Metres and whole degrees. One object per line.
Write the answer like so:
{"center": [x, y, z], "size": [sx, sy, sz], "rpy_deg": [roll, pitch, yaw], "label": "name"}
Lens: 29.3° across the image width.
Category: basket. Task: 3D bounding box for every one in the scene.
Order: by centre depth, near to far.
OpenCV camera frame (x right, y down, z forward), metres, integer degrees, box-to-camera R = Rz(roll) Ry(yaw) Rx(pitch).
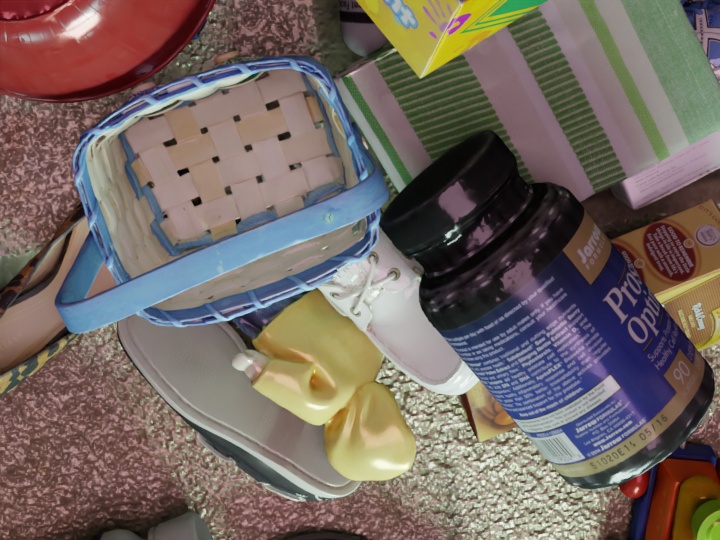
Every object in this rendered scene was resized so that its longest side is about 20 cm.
{"center": [-0.077, -0.039, 0.761], "size": [0.176, 0.200, 0.139], "rpy_deg": [-21, 115, 2], "label": "basket"}

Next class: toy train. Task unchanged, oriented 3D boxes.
{"center": [0.237, 0.158, 0.968], "size": [0.084, 0.116, 0.201], "rpy_deg": [6, 103, -9], "label": "toy train"}

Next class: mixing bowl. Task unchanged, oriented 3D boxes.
{"center": [-0.168, -0.179, 0.701], "size": [0.200, 0.108, 0.201], "rpy_deg": [0, 104, -1], "label": "mixing bowl"}

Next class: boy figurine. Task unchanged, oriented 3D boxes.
{"center": [-0.032, 0.051, 0.911], "size": [0.064, 0.124, 0.200], "rpy_deg": [-34, 96, 39], "label": "boy figurine"}

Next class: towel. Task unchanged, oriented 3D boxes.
{"center": [0.102, -0.105, 0.823], "size": [0.200, 0.023, 0.153], "rpy_deg": [-28, 113, 10], "label": "towel"}

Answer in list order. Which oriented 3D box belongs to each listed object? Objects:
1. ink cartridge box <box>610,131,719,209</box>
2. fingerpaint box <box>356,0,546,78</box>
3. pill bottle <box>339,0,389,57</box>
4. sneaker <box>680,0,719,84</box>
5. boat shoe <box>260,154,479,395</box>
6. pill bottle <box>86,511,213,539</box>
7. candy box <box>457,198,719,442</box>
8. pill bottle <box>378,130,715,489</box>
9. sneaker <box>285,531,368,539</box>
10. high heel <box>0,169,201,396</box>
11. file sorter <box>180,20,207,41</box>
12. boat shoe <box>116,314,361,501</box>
{"center": [0.185, -0.154, 0.921], "size": [0.109, 0.050, 0.200], "rpy_deg": [-27, 104, 1], "label": "ink cartridge box"}
{"center": [0.039, -0.226, 0.723], "size": [0.167, 0.073, 0.200], "rpy_deg": [-34, 79, -25], "label": "fingerpaint box"}
{"center": [0.041, -0.192, 0.860], "size": [0.111, 0.111, 0.201], "rpy_deg": [-4, 104, -6], "label": "pill bottle"}
{"center": [0.185, -0.138, 0.858], "size": [0.200, 0.076, 0.077], "rpy_deg": [-27, 110, 0], "label": "sneaker"}
{"center": [0.000, 0.000, 0.872], "size": [0.071, 0.069, 0.200], "rpy_deg": [-49, 66, 19], "label": "boat shoe"}
{"center": [-0.188, 0.244, 0.935], "size": [0.200, 0.113, 0.113], "rpy_deg": [-23, 105, -2], "label": "pill bottle"}
{"center": [0.156, 0.036, 0.928], "size": [0.200, 0.057, 0.117], "rpy_deg": [-24, 150, -2], "label": "candy box"}
{"center": [0.105, 0.021, 0.803], "size": [0.112, 0.112, 0.200], "rpy_deg": [-40, 102, 3], "label": "pill bottle"}
{"center": [0.020, 0.245, 0.978], "size": [0.200, 0.082, 0.073], "rpy_deg": [19, 102, -10], "label": "sneaker"}
{"center": [-0.174, 0.009, 0.864], "size": [0.200, 0.143, 0.071], "rpy_deg": [-36, 105, 2], "label": "high heel"}
{"center": [-0.170, -0.231, 0.811], "size": [0.122, 0.139, 0.200], "rpy_deg": [-10, 105, -2], "label": "file sorter"}
{"center": [-0.087, 0.091, 0.938], "size": [0.200, 0.060, 0.074], "rpy_deg": [35, 57, -15], "label": "boat shoe"}
